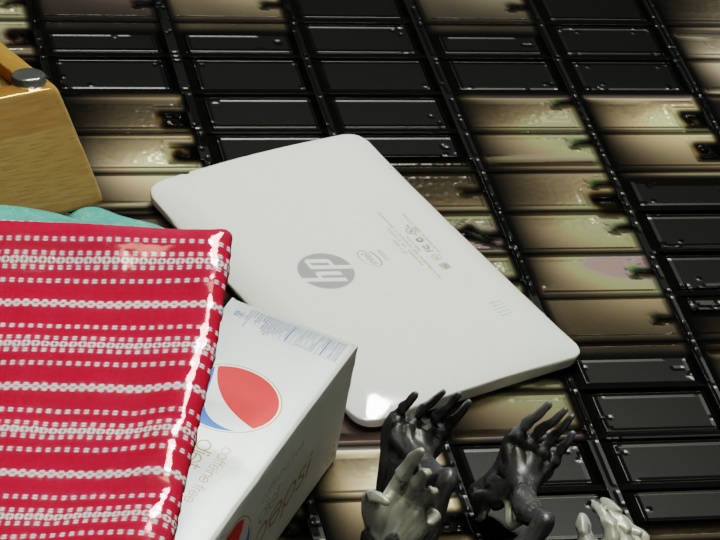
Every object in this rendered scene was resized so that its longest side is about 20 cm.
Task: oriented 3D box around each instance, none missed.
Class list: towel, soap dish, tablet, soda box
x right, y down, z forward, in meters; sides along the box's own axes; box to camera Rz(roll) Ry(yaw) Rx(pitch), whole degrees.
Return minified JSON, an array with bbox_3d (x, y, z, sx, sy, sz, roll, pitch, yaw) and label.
[{"bbox_3d":[-0.132,0.053,1.123,0.145,0.022,0.200,3,47,7],"label":"towel"},{"bbox_3d":[-0.236,-0.073,1.395,0.157,0.081,0.200,-14,32,-30],"label":"soap dish"},{"bbox_3d":[0.000,0.000,1.436,0.130,0.014,0.200,-16,43,-31],"label":"tablet"},{"bbox_3d":[-0.071,0.096,1.240,0.064,0.068,0.200,21,37,14],"label":"soda box"}]

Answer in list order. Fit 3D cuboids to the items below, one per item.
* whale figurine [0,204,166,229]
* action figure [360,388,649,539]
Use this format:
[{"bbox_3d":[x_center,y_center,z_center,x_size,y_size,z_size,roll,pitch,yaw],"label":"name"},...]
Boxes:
[{"bbox_3d":[-0.150,0.007,1.273,0.159,0.104,0.200,17,31,30],"label":"whale figurine"},{"bbox_3d":[0.047,0.122,1.209,0.119,0.102,0.200,16,33,-11],"label":"action figure"}]
